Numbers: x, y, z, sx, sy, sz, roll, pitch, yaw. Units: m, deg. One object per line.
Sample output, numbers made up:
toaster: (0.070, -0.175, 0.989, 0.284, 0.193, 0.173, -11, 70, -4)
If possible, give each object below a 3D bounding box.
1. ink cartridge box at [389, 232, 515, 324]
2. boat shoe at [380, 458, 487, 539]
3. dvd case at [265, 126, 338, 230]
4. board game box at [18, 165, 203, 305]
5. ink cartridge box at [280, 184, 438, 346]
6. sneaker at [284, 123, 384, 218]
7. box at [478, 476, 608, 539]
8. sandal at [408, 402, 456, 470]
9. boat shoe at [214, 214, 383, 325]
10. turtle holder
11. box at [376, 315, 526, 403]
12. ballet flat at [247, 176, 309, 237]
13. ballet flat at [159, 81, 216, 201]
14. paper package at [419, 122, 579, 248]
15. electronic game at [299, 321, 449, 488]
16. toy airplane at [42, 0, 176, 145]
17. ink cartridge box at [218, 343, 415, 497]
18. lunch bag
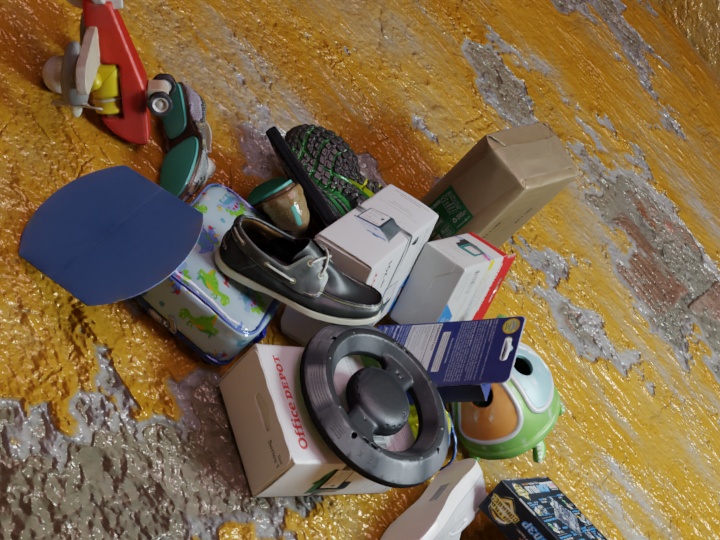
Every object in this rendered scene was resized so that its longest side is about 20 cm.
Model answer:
ink cartridge box: (0.128, 0.019, 1.676, 0.067, 0.117, 0.199, 33, 19, 19)
boat shoe: (0.087, 0.293, 1.422, 0.200, 0.071, 0.069, -42, 109, -53)
dvd case: (-0.062, -0.093, 1.590, 0.143, 0.017, 0.200, 56, -3, 14)
board game box: (-0.261, -0.027, 1.322, 0.199, 0.039, 0.158, 30, 60, 32)
ink cartridge box: (0.000, 0.000, 1.538, 0.085, 0.148, 0.200, 31, 32, 12)
sneaker: (-0.034, -0.110, 1.687, 0.200, 0.085, 0.078, 48, 56, -13)
box: (0.237, 0.319, 1.490, 0.159, 0.046, 0.200, 46, 12, 22)
sandal: (0.077, 0.172, 1.539, 0.201, 0.078, 0.088, -92, 164, -53)
boat shoe: (-0.060, 0.001, 1.380, 0.198, 0.068, 0.072, 24, 33, -12)
turtle holder: (0.185, 0.143, 1.575, 0.185, 0.140, 0.133, -44, 123, -29)
box: (0.099, 0.109, 1.509, 0.122, 0.197, 0.033, -66, 141, -47)
ballet flat: (-0.096, -0.074, 1.547, 0.073, 0.067, 0.200, 61, -10, -10)
ballet flat: (-0.209, -0.149, 1.550, 0.071, 0.072, 0.202, 21, 43, -33)
paper package: (0.190, -0.110, 1.823, 0.104, 0.200, 0.190, 55, 34, 13)
electronic game: (0.018, 0.144, 1.363, 0.198, 0.042, 0.202, 27, 41, -26)
toy airplane: (-0.316, -0.259, 1.477, 0.200, 0.139, 0.202, 48, 24, -73)
ink cartridge box: (-0.044, 0.167, 1.385, 0.198, 0.084, 0.147, 8, 51, -43)
lunch bag: (-0.161, 0.005, 1.427, 0.160, 0.082, 0.201, 40, 34, -8)
